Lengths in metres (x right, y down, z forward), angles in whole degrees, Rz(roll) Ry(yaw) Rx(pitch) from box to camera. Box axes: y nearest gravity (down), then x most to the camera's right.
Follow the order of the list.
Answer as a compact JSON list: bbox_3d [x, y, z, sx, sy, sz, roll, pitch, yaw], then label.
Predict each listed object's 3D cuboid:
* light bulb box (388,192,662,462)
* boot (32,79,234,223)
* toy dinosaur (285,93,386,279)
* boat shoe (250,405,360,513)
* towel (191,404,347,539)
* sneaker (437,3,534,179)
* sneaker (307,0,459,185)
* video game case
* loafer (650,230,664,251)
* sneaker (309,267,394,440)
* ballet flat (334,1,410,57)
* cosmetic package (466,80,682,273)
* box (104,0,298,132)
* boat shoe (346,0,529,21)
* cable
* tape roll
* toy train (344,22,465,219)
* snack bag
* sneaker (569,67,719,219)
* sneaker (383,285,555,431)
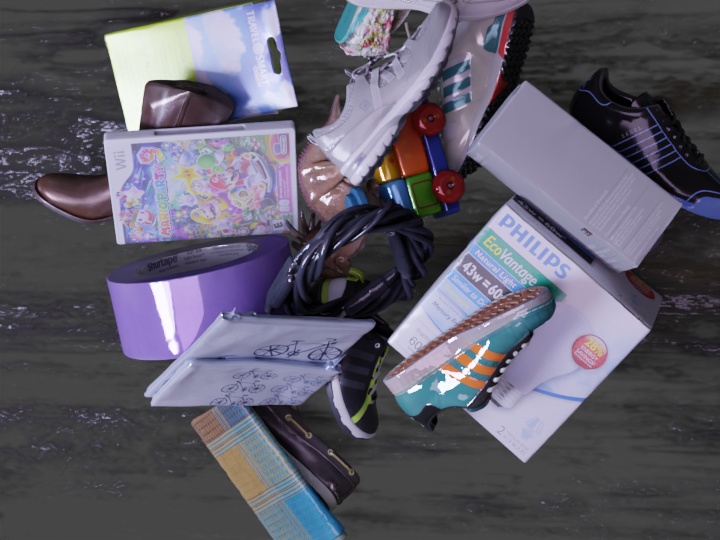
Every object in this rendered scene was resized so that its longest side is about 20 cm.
[{"bbox_3d":[0.174,0.052,1.706,0.198,0.125,0.200,40,110,3],"label":"light bulb box"},{"bbox_3d":[-0.244,-0.136,1.751,0.186,0.064,0.200,10,133,-14],"label":"boot"},{"bbox_3d":[-0.030,-0.079,1.746,0.135,0.086,0.201,-15,100,17],"label":"toy dinosaur"},{"bbox_3d":[-0.086,0.185,1.842,0.201,0.061,0.072,47,152,7],"label":"boat shoe"},{"bbox_3d":[-0.104,0.232,1.835,0.200,0.022,0.147,54,148,-2],"label":"towel"},{"bbox_3d":[0.108,-0.195,1.701,0.093,0.070,0.200,26,110,24],"label":"sneaker"},{"bbox_3d":[0.025,-0.184,1.590,0.082,0.075,0.200,35,88,3],"label":"sneaker"},{"bbox_3d":[-0.167,-0.093,1.749,0.199,0.018,0.143,-4,132,-4],"label":"video game case"},{"bbox_3d":[0.228,-0.090,1.699,0.200,0.063,0.072,36,87,-1],"label":"loafer"},{"bbox_3d":[0.002,0.095,1.777,0.083,0.072,0.201,-10,113,14],"label":"sneaker"},{"bbox_3d":[0.036,-0.311,1.692,0.064,0.076,0.200,16,115,-22],"label":"ballet flat"},{"bbox_3d":[0.208,-0.092,1.614,0.200,0.107,0.090,35,87,1],"label":"cosmetic package"},{"bbox_3d":[-0.167,-0.218,1.768,0.199,0.048,0.122,-9,102,17],"label":"box"},{"bbox_3d":[0.079,-0.291,1.611,0.199,0.069,0.071,-1,76,-4],"label":"boat shoe"},{"bbox_3d":[0.000,0.000,1.644,0.200,0.163,0.051,-57,42,45],"label":"cable"},{"bbox_3d":[-0.165,0.026,1.747,0.199,0.200,0.085,-8,102,16],"label":"tape roll"},{"bbox_3d":[0.022,-0.141,1.657,0.115,0.085,0.201,-17,90,-14],"label":"toy train"},{"bbox_3d":[-0.099,0.094,1.680,0.200,0.188,0.021,-43,51,47],"label":"snack bag"},{"bbox_3d":[0.303,-0.128,1.657,0.200,0.070,0.078,31,116,6],"label":"sneaker"},{"bbox_3d":[0.122,0.089,1.630,0.200,0.071,0.080,-33,98,25],"label":"sneaker"}]
